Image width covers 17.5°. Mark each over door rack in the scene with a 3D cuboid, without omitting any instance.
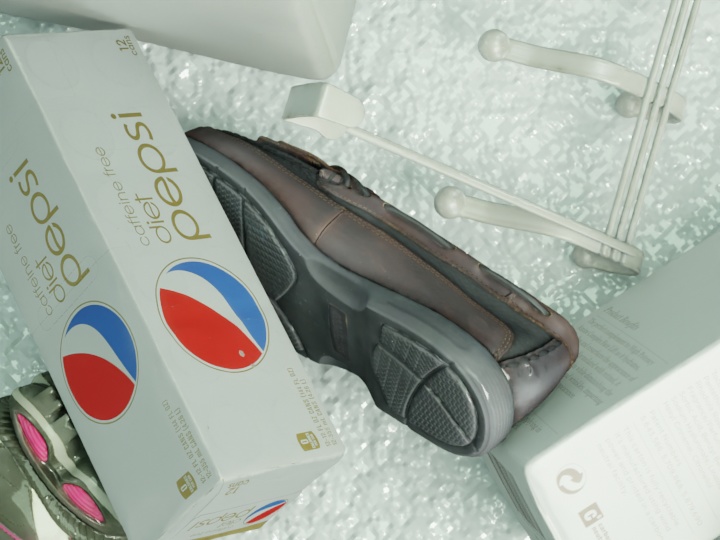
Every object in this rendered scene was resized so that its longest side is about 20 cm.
[{"bbox_3d":[0.054,-0.097,0.910,0.199,0.066,0.149,24,79,-43],"label":"over door rack"}]

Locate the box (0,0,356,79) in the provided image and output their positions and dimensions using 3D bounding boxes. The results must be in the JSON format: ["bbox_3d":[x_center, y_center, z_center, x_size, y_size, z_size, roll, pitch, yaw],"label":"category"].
[{"bbox_3d":[-0.090,-0.193,0.889,0.199,0.199,0.172,12,82,6],"label":"box"}]

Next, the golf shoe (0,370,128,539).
[{"bbox_3d":[-0.090,0.136,0.918,0.088,0.077,0.200,-40,80,12],"label":"golf shoe"}]

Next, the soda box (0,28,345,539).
[{"bbox_3d":[-0.088,0.006,0.901,0.068,0.064,0.201,-8,63,-46],"label":"soda box"}]

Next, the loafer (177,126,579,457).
[{"bbox_3d":[0.000,0.000,0.918,0.063,0.072,0.200,-31,51,-30],"label":"loafer"}]

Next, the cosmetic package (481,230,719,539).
[{"bbox_3d":[0.146,0.038,0.907,0.199,0.102,0.074,-30,107,-5],"label":"cosmetic package"}]
